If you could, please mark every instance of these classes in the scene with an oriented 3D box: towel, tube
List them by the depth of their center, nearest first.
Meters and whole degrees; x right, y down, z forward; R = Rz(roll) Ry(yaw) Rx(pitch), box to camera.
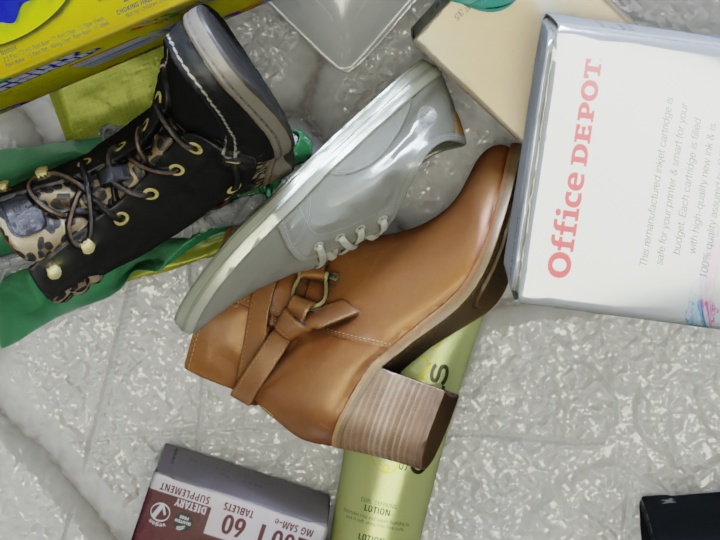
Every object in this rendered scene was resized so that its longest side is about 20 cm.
[{"bbox_3d":[-0.133,-0.096,1.240,0.086,0.018,0.201,-19,101,4],"label":"towel"},{"bbox_3d":[0.019,0.096,1.264,0.058,0.052,0.201,9,95,-35],"label":"tube"}]

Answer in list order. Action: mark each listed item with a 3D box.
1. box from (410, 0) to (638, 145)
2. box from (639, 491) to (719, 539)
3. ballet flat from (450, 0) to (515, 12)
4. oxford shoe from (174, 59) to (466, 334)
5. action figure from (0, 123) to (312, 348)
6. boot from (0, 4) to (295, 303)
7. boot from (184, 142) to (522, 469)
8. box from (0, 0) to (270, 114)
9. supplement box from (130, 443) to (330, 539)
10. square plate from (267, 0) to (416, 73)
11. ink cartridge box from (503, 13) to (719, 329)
[{"bbox_3d":[0.130,-0.095,1.203,0.200,0.078,0.095,41,99,-7],"label":"box"},{"bbox_3d":[0.242,0.233,1.259,0.147,0.104,0.201,-6,103,3],"label":"box"},{"bbox_3d":[0.000,-0.198,1.135,0.199,0.067,0.071,21,146,17],"label":"ballet flat"},{"bbox_3d":[-0.019,-0.031,1.176,0.200,0.075,0.058,-42,93,-8],"label":"oxford shoe"},{"bbox_3d":[-0.122,-0.043,1.212,0.199,0.055,0.119,-18,77,1],"label":"action figure"},{"bbox_3d":[-0.112,-0.053,1.091,0.150,0.200,0.073,-31,82,-4],"label":"boot"},{"bbox_3d":[0.000,0.000,1.228,0.155,0.077,0.201,21,87,15],"label":"boot"},{"bbox_3d":[-0.160,-0.197,1.088,0.199,0.122,0.193,-22,90,12],"label":"box"},{"bbox_3d":[-0.098,0.216,1.286,0.108,0.061,0.201,17,103,-3],"label":"supplement box"},{"bbox_3d":[-0.014,-0.247,1.199,0.200,0.028,0.198,42,101,-7],"label":"square plate"},{"bbox_3d":[0.182,-0.048,1.128,0.199,0.088,0.146,7,101,-3],"label":"ink cartridge box"}]
